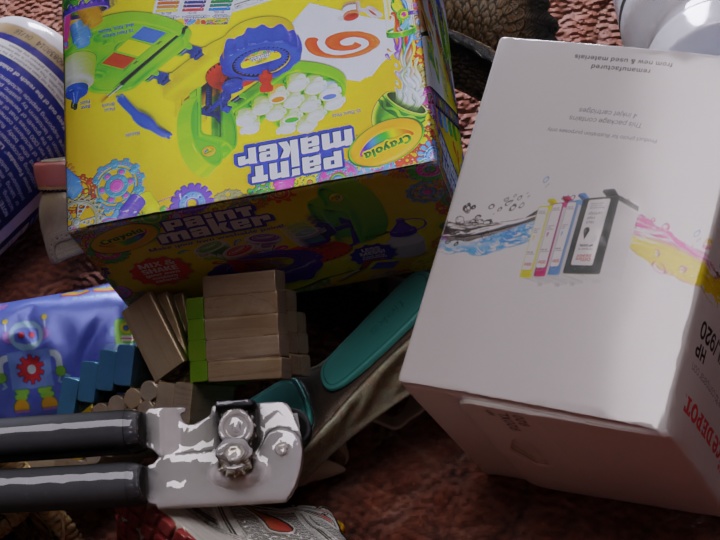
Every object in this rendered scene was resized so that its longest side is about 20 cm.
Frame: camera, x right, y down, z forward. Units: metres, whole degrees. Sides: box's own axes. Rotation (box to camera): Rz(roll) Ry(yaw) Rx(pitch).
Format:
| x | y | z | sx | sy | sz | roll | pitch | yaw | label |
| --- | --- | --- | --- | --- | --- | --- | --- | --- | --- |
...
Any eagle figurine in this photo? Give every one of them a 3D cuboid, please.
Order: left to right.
| x | y | z | sx | sy | sz | roll | pitch | yaw | label |
| --- | --- | --- | --- | --- | --- | --- | --- | --- | --- |
| 0.040 | -0.141 | 1.254 | 0.198 | 0.151 | 0.153 | -8 | 82 | 2 | eagle figurine |

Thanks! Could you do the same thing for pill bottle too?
| x | y | z | sx | sy | sz | roll | pitch | yaw | label |
| --- | --- | --- | --- | --- | --- | --- | --- | --- | --- |
| -0.260 | -0.064 | 1.281 | 0.115 | 0.116 | 0.200 | 19 | 53 | 32 | pill bottle |
| 0.218 | -0.182 | 1.262 | 0.115 | 0.116 | 0.201 | -9 | 43 | 7 | pill bottle |

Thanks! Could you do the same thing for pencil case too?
| x | y | z | sx | sy | sz | roll | pitch | yaw | label |
| --- | --- | --- | --- | --- | --- | --- | --- | --- | --- |
| -0.179 | 0.049 | 1.165 | 0.199 | 0.087 | 0.078 | -11 | 4 | 4 | pencil case |

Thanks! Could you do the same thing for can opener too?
| x | y | z | sx | sy | sz | roll | pitch | yaw | label |
| --- | --- | --- | --- | --- | --- | --- | --- | --- | --- |
| -0.124 | 0.101 | 1.024 | 0.198 | 0.067 | 0.053 | -3 | 74 | 0 | can opener |

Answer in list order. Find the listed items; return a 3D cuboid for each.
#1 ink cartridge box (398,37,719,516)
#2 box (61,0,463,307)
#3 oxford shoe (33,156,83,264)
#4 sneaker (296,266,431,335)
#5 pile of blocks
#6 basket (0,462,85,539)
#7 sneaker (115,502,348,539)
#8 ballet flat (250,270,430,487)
| x | y | z | sx | sy | sz | roll | pitch | yaw | label |
| --- | --- | --- | --- | --- | --- | --- | --- | --- | --- |
| 0.132 | 0.005 | 1.029 | 0.144 | 0.147 | 0.201 | 8 | 71 | 27 | ink cartridge box |
| -0.052 | -0.097 | 1.095 | 0.199 | 0.122 | 0.194 | -10 | 63 | 9 | box |
| -0.106 | -0.039 | 1.261 | 0.198 | 0.075 | 0.070 | -2 | 6 | -3 | oxford shoe |
| 0.000 | 0.000 | 1.166 | 0.199 | 0.076 | 0.079 | 11 | 44 | 30 | sneaker |
| -0.106 | 0.063 | 1.103 | 0.199 | 0.062 | 0.082 | -32 | 72 | 20 | pile of blocks |
| -0.265 | 0.155 | 1.037 | 0.148 | 0.143 | 0.200 | 24 | 56 | 35 | basket |
| -0.052 | 0.159 | 1.035 | 0.199 | 0.078 | 0.082 | 22 | 34 | 34 | sneaker |
| -0.011 | 0.080 | 1.092 | 0.200 | 0.062 | 0.068 | -38 | 31 | 15 | ballet flat |
